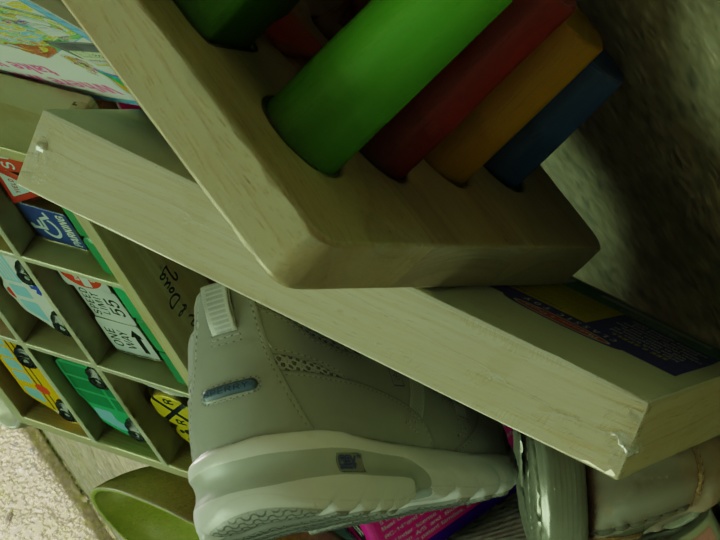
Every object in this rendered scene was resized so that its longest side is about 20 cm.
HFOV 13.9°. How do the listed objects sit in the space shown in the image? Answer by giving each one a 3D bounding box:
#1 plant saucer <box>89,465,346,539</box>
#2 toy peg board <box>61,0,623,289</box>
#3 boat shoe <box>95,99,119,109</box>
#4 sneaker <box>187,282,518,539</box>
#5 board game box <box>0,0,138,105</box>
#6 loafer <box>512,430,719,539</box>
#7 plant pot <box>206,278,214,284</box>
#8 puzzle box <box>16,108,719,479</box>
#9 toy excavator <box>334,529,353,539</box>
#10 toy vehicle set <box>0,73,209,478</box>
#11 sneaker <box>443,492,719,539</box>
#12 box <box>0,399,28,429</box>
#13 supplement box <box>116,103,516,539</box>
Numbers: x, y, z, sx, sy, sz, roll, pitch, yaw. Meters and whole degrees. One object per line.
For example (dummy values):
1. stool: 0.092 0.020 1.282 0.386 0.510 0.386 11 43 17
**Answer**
1. plant saucer: -0.019 0.133 1.200 0.199 0.031 0.200 31 166 9
2. toy peg board: -0.004 -0.102 0.823 0.200 0.098 0.199 53 -160 16
3. boat shoe: -0.060 -0.033 1.160 0.072 0.073 0.200 -1 164 34
4. sneaker: 0.000 0.038 0.928 0.200 0.074 0.083 10 -111 -75
5. board game box: -0.139 -0.096 0.899 0.199 0.034 0.134 11 167 46
6. loafer: 0.084 0.064 0.997 0.200 0.062 0.072 -71 -23 -87
7. plant pot: -0.127 -0.022 1.082 0.199 0.028 0.200 34 162 13
8. puzzle box: 0.011 0.002 0.876 0.199 0.026 0.133 26 -169 18
9. toy excavator: 0.011 0.101 1.271 0.100 0.193 0.201 76 -174 -57
10. toy vehicle set: -0.105 0.002 1.006 0.124 0.027 0.200 15 151 33
11. sneaker: 0.092 0.134 1.116 0.105 0.075 0.200 65 163 -11
12. box: -0.125 0.009 1.320 0.095 0.078 0.200 24 -166 21
13. supplement box: 0.000 0.000 1.088 0.101 0.103 0.201 44 161 43
